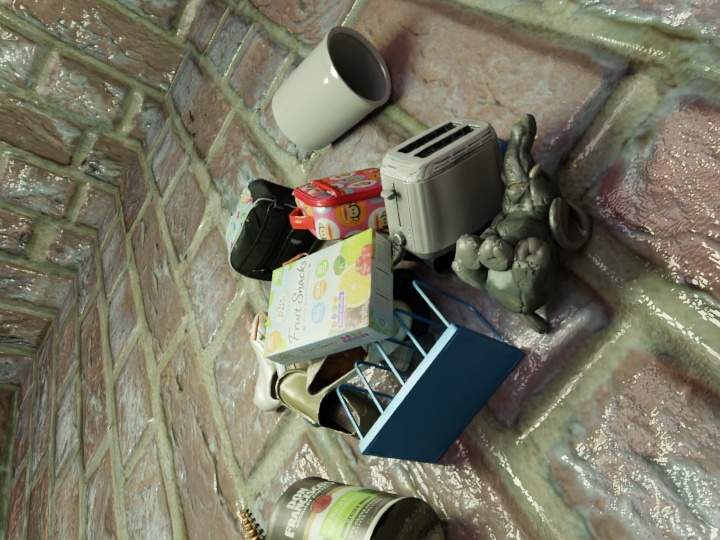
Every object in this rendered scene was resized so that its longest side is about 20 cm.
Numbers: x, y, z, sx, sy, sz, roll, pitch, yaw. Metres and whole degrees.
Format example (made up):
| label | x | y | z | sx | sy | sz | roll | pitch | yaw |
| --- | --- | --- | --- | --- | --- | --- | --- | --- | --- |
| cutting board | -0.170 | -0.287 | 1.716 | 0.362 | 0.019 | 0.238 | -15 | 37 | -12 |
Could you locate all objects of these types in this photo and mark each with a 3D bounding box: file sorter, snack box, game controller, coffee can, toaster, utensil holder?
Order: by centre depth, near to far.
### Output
| label | x | y | z | sx | sy | sz | roll | pitch | yaw |
| --- | --- | --- | --- | --- | --- | --- | --- | --- | --- |
| coffee can | -0.010 | 0.361 | 0.714 | 0.199 | 0.146 | 0.148 | -13 | 63 | 46 |
| file sorter | 0.082 | 0.134 | 0.718 | 0.201 | 0.138 | 0.123 | -56 | 38 | 15 |
| toaster | 0.118 | -0.117 | 0.727 | 0.199 | 0.130 | 0.114 | -30 | 34 | -18 |
| snack box | -0.047 | 0.042 | 0.758 | 0.199 | 0.053 | 0.143 | -21 | 53 | 36 |
| game controller | 0.004 | 0.070 | 0.817 | 0.199 | 0.042 | 0.105 | -19 | 96 | 22 |
| utensil holder | -0.062 | -0.362 | 1.113 | 0.199 | 0.169 | 0.171 | -28 | 53 | 43 |

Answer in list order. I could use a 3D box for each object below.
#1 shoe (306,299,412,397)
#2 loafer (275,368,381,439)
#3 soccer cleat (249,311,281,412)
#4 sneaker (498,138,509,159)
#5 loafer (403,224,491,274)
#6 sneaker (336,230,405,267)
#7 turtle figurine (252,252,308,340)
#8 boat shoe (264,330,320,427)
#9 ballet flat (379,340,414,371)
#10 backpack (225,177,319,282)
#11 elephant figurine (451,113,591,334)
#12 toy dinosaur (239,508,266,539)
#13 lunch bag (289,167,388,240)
| label | x | y | z | sx | sy | sz | roll | pitch | yaw |
| --- | --- | --- | --- | --- | --- | --- | --- | --- | --- |
| shoe | -0.005 | 0.117 | 0.778 | 0.200 | 0.053 | 0.070 | -42 | 89 | 20 |
| loafer | -0.056 | 0.204 | 0.854 | 0.199 | 0.067 | 0.077 | 15 | 82 | 26 |
| soccer cleat | -0.174 | 0.175 | 1.072 | 0.077 | 0.069 | 0.202 | -22 | 63 | 37 |
| sneaker | 0.133 | -0.158 | 0.846 | 0.199 | 0.078 | 0.071 | -23 | 56 | 43 |
| loafer | 0.115 | -0.030 | 0.812 | 0.200 | 0.068 | 0.071 | -3 | 61 | 46 |
| sneaker | -0.001 | -0.001 | 0.897 | 0.201 | 0.146 | 0.077 | -20 | 74 | 22 |
| turtle figurine | -0.115 | 0.071 | 1.044 | 0.161 | 0.064 | 0.201 | 21 | 75 | 43 |
| boat shoe | -0.100 | 0.171 | 0.945 | 0.072 | 0.072 | 0.201 | -37 | 71 | 21 |
| ballet flat | 0.015 | 0.097 | 0.883 | 0.199 | 0.068 | 0.068 | 27 | 90 | 42 |
| backpack | -0.183 | -0.079 | 1.113 | 0.201 | 0.176 | 0.151 | -61 | 34 | 25 |
| elephant figurine | 0.213 | -0.060 | 0.674 | 0.141 | 0.156 | 0.201 | 26 | 63 | 19 |
| toy dinosaur | -0.113 | 0.436 | 0.804 | 0.136 | 0.101 | 0.202 | -146 | 47 | -78 |
| lunch bag | -0.028 | -0.102 | 0.853 | 0.200 | 0.175 | 0.083 | -141 | 38 | -67 |
